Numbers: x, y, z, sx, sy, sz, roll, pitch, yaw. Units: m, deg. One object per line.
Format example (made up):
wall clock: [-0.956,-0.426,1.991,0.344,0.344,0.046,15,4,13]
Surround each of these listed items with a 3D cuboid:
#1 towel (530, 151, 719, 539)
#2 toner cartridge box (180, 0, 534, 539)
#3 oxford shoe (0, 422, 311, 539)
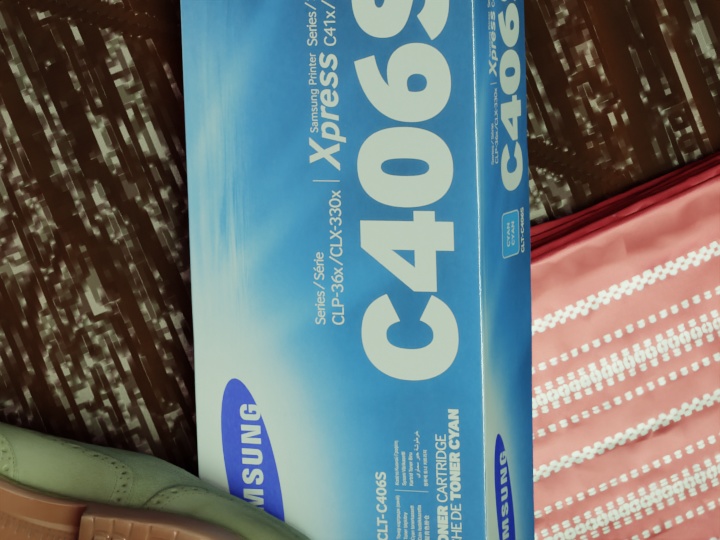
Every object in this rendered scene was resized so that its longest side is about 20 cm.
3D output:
towel: [0.104,0.071,0.865,0.144,0.022,0.200,-23,100,-4]
toner cartridge box: [0.000,0.000,0.810,0.095,0.043,0.200,1,98,24]
oxford shoe: [-0.103,0.078,0.804,0.200,0.074,0.071,19,105,19]
